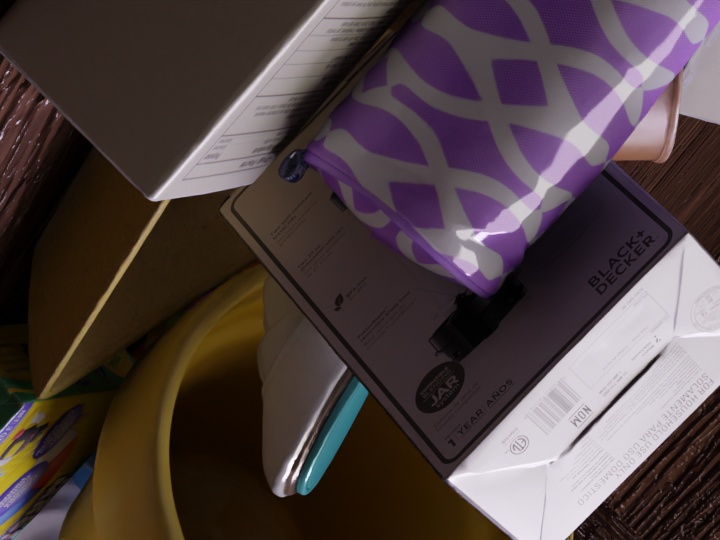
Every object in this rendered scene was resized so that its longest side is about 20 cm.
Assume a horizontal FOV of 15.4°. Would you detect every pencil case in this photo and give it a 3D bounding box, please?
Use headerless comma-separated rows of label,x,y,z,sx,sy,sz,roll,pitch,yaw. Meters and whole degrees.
pencil case,0.068,-0.081,0.867,0.200,0.084,0.085,-50,167,1

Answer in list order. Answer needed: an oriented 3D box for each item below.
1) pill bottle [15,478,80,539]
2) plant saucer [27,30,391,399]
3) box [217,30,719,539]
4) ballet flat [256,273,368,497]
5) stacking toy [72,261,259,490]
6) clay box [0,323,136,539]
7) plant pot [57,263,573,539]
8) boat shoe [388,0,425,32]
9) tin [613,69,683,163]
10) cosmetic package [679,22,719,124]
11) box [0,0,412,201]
pill bottle,-0.158,0.183,1.398,0.111,0.111,0.200,-42,170,-17
plant saucer,-0.044,-0.060,1.040,0.200,0.048,0.200,-35,167,-46
box,0.042,-0.003,0.938,0.117,0.200,0.060,-46,128,2
ballet flat,0.000,0.000,1.068,0.200,0.069,0.069,-56,175,-23
stacking toy,-0.057,0.034,1.280,0.110,0.116,0.200,-37,157,-53
clay box,-0.159,0.077,1.133,0.115,0.048,0.200,-47,170,10
plant pot,-0.040,0.114,1.152,0.201,0.201,0.189,-38,-177,-36
boat shoe,0.049,-0.173,0.908,0.065,0.072,0.200,-73,-175,-54
tin,0.118,-0.113,1.259,0.200,0.042,0.112,-111,-155,-80
cosmetic package,0.206,-0.170,1.229,0.103,0.087,0.200,112,-9,-63
box,-0.013,-0.120,0.822,0.200,0.078,0.095,-48,171,16
